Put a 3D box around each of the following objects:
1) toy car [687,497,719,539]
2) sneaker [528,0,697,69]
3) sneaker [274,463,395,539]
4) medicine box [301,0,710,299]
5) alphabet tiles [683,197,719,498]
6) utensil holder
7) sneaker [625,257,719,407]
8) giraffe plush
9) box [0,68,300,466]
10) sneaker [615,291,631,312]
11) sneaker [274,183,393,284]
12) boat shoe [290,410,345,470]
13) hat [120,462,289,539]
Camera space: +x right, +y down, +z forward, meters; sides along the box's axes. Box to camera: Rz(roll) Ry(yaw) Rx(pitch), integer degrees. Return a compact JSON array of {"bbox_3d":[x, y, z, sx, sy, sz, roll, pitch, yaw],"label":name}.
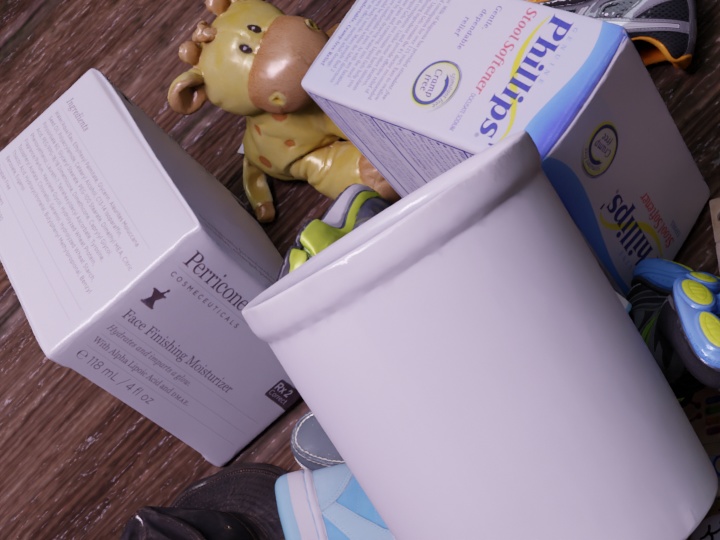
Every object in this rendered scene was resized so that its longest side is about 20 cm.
[{"bbox_3d":[0.196,0.153,0.657,0.199,0.158,0.164,14,58,50],"label":"toy car"},{"bbox_3d":[0.146,-0.159,0.921,0.199,0.078,0.078,-17,73,30],"label":"sneaker"},{"bbox_3d":[0.033,0.174,0.730,0.130,0.080,0.200,-19,44,-5],"label":"sneaker"},{"bbox_3d":[0.096,-0.084,0.830,0.199,0.182,0.103,25,77,40],"label":"medicine box"},{"bbox_3d":[0.269,0.030,0.769,0.166,0.008,0.201,-15,55,25],"label":"alphabet tiles"},{"bbox_3d":[0.063,0.058,0.655,0.169,0.170,0.201,-32,93,11],"label":"utensil holder"},{"bbox_3d":[0.185,0.043,0.715,0.070,0.200,0.083,17,95,-1],"label":"sneaker"},{"bbox_3d":[-0.052,-0.144,0.972,0.199,0.162,0.174,-9,58,27],"label":"giraffe plush"},{"bbox_3d":[-0.143,0.000,0.917,0.131,0.199,0.200,-41,49,4],"label":"box"},{"bbox_3d":[0.082,0.012,0.809,0.077,0.081,0.200,-45,15,-26],"label":"sneaker"},{"bbox_3d":[0.000,0.000,0.871,0.081,0.200,0.074,31,112,4],"label":"sneaker"},{"bbox_3d":[0.034,0.096,0.838,0.199,0.062,0.073,-7,58,28],"label":"boat shoe"},{"bbox_3d":[-0.114,0.202,0.829,0.200,0.081,0.202,-27,44,29],"label":"hat"}]
